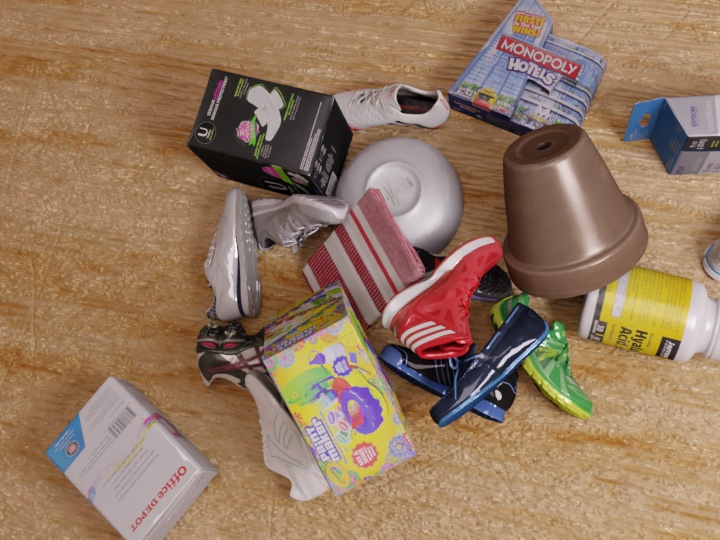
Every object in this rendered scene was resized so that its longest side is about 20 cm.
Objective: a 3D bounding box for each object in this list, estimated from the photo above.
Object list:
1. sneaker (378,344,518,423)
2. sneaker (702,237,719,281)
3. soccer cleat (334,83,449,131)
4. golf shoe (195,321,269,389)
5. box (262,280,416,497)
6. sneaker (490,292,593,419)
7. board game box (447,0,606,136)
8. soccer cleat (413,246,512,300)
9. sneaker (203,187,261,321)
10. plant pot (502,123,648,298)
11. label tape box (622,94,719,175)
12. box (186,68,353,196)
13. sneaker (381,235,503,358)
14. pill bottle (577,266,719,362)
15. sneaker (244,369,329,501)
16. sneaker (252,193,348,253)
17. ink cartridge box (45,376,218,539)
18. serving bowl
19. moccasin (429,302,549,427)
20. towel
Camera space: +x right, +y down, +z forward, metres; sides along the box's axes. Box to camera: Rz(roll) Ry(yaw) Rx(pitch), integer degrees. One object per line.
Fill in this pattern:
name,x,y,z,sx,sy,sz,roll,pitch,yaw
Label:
sneaker,0.125,0.138,1.310,0.197,0.070,0.079,25,78,8
sneaker,0.559,-0.065,1.277,0.200,0.087,0.075,-42,72,-4
soccer cleat,0.036,-0.250,1.411,0.196,0.085,0.070,5,77,10
golf shoe,-0.142,0.126,1.363,0.195,0.077,0.090,3,103,7
box,-0.031,0.148,1.228,0.120,0.193,0.203,-26,104,2
sneaker,0.259,0.114,1.287,0.083,0.074,0.201,-36,73,3
board game box,0.260,-0.307,1.401,0.197,0.062,0.203,23,81,14
soccer cleat,0.119,0.015,1.349,0.196,0.074,0.069,10,52,-5
sneaker,-0.198,-0.026,1.403,0.079,0.076,0.204,-8,73,17
plant pot,0.268,-0.093,1.243,0.197,0.177,0.201,-18,28,10
label tape box,0.472,-0.185,1.291,0.195,0.143,0.068,-3,74,8
box,-0.131,-0.195,1.391,0.196,0.149,0.127,16,80,14
sneaker,0.134,0.047,1.237,0.199,0.079,0.116,-37,58,-11
pill bottle,0.399,0.059,1.258,0.196,0.111,0.113,13,78,13
sneaker,-0.112,0.233,1.308,0.080,0.070,0.202,-34,87,9
sneaker,-0.085,-0.066,1.364,0.198,0.074,0.084,-1,89,52
ink cartridge box,-0.324,0.275,1.338,0.199,0.085,0.145,40,85,18
serving bowl,0.054,-0.109,1.383,0.196,0.066,0.205,-2,75,8
moccasin,0.161,0.124,1.243,0.199,0.081,0.068,-40,75,-14
towel,0.000,0.000,1.325,0.200,0.022,0.146,-46,64,38
